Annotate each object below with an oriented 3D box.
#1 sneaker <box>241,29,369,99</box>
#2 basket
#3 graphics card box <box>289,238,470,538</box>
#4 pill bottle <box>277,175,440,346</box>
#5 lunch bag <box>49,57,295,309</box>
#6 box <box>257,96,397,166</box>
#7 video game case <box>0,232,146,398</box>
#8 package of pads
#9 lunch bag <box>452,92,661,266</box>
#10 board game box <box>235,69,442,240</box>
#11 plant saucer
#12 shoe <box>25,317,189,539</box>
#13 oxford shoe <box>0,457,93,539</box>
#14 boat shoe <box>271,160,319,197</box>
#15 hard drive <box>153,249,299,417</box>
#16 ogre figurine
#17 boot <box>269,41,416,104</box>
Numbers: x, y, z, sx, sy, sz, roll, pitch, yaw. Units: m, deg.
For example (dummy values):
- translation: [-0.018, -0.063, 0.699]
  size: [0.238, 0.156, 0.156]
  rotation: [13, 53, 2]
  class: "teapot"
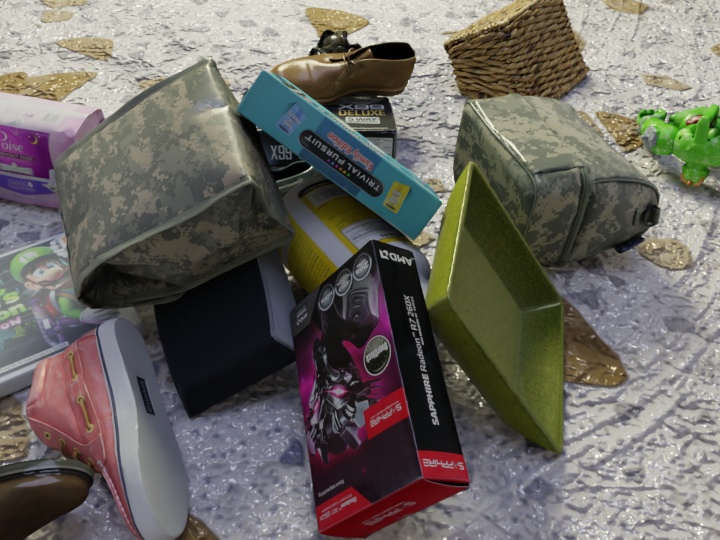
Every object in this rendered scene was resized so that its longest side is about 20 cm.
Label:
- translation: [-0.073, -0.279, 1.057]
  size: [0.199, 0.114, 0.076]
  rotation: [-11, 41, -11]
  class: "sneaker"
- translation: [0.233, -0.323, 1.155]
  size: [0.143, 0.149, 0.200]
  rotation: [-6, 27, 46]
  class: "basket"
- translation: [0.006, 0.091, 0.589]
  size: [0.051, 0.125, 0.200]
  rotation: [16, 50, -34]
  class: "graphics card box"
- translation: [0.000, 0.000, 0.740]
  size: [0.111, 0.111, 0.200]
  rotation: [-21, 46, -24]
  class: "pill bottle"
- translation: [-0.184, -0.069, 0.695]
  size: [0.200, 0.118, 0.164]
  rotation: [-26, 59, 5]
  class: "lunch bag"
- translation: [-0.057, -0.182, 0.969]
  size: [0.200, 0.050, 0.158]
  rotation: [0, 28, -1]
  class: "box"
- translation: [-0.343, 0.044, 0.745]
  size: [0.200, 0.023, 0.182]
  rotation: [-25, 47, -27]
  class: "video game case"
- translation: [-0.392, -0.142, 0.881]
  size: [0.200, 0.121, 0.076]
  rotation: [11, 42, 11]
  class: "package of pads"
- translation: [0.217, -0.105, 0.846]
  size: [0.168, 0.139, 0.200]
  rotation: [-11, 44, -14]
  class: "lunch bag"
- translation: [-0.017, -0.116, 0.745]
  size: [0.200, 0.047, 0.151]
  rotation: [35, 10, -6]
  class: "board game box"
- translation: [0.120, 0.034, 0.680]
  size: [0.048, 0.200, 0.200]
  rotation: [-21, 32, 30]
  class: "plant saucer"
- translation: [-0.208, 0.140, 0.613]
  size: [0.091, 0.071, 0.200]
  rotation: [-28, 60, 6]
  class: "shoe"
- translation: [-0.279, 0.202, 0.530]
  size: [0.200, 0.073, 0.084]
  rotation: [-28, 51, -9]
  class: "oxford shoe"
- translation: [-0.143, -0.107, 0.893]
  size: [0.200, 0.062, 0.073]
  rotation: [4, 42, 3]
  class: "boat shoe"
- translation: [-0.136, 0.027, 0.717]
  size: [0.135, 0.042, 0.200]
  rotation: [-28, 48, 5]
  class: "hard drive"
- translation: [0.443, -0.167, 0.961]
  size: [0.200, 0.098, 0.120]
  rotation: [38, 40, 20]
  class: "ogre figurine"
- translation: [-0.021, -0.265, 0.972]
  size: [0.200, 0.075, 0.074]
  rotation: [-11, 75, -21]
  class: "boot"
